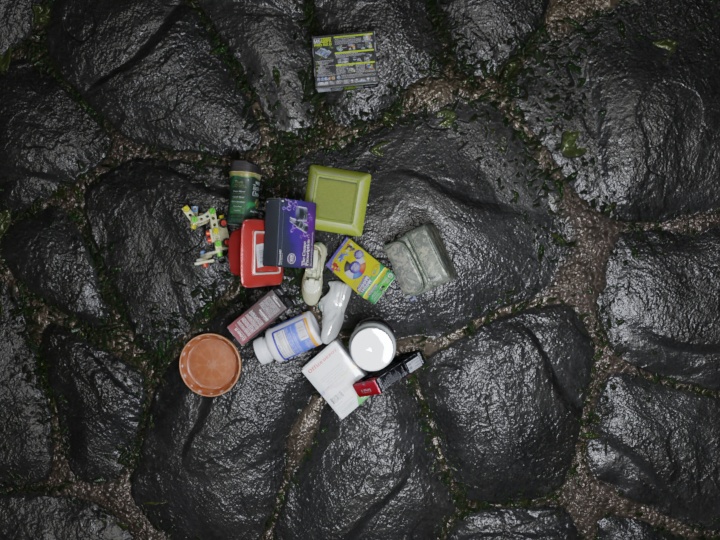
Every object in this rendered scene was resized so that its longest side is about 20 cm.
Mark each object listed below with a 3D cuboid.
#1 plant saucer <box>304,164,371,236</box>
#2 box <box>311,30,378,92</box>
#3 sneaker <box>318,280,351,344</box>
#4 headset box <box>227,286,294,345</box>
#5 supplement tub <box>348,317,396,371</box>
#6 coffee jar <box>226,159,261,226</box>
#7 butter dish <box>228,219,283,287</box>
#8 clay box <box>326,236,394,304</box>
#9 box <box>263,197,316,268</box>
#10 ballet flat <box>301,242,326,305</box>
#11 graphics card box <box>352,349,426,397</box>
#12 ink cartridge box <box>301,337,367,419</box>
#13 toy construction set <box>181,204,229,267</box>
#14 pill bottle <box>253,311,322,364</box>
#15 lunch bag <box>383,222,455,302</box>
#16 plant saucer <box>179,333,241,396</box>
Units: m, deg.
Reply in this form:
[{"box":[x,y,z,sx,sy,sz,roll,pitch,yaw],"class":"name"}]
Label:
[{"box":[-0.079,-0.220,1.764,0.198,0.048,0.202,9,92,3],"class":"plant saucer"},{"box":[-0.046,-0.645,1.750,0.198,0.044,0.162,-5,91,3],"class":"box"},{"box":[-0.097,0.128,1.763,0.088,0.075,0.202,13,72,18],"class":"sneaker"},{"box":[-0.310,0.143,1.739,0.200,0.149,0.075,-39,90,3],"class":"headset box"},{"box":[0.037,0.220,1.697,0.139,0.200,0.142,0,92,3],"class":"supplement tub"},{"box":[-0.359,-0.237,1.750,0.084,0.104,0.202,4,93,14],"class":"coffee jar"},{"box":[-0.339,-0.055,1.737,0.147,0.199,0.202,4,94,29],"class":"butter dish"},{"box":[0.000,0.000,1.728,0.200,0.048,0.115,39,94,29],"class":"clay box"},{"box":[-0.212,-0.109,1.700,0.140,0.079,0.202,2,91,-41],"class":"box"},{"box":[-0.149,0.011,1.767,0.069,0.069,0.202,8,93,3],"class":"ballet flat"},{"box":[0.087,0.307,1.690,0.199,0.125,0.051,-27,89,-36],"class":"graphics card box"},{"box":[-0.066,0.333,1.764,0.145,0.088,0.200,-41,91,3],"class":"ink cartridge box"},{"box":[-0.477,-0.110,1.767,0.130,0.092,0.202,-10,100,-21],"class":"toy construction set"},{"box":[-0.226,0.215,1.756,0.199,0.112,0.113,-24,91,4],"class":"pill bottle"},{"box":[0.175,-0.025,1.712,0.167,0.139,0.201,-25,88,22],"class":"lunch bag"},{"box":[-0.478,0.300,1.812,0.198,0.032,0.202,0,93,4],"class":"plant saucer"}]
